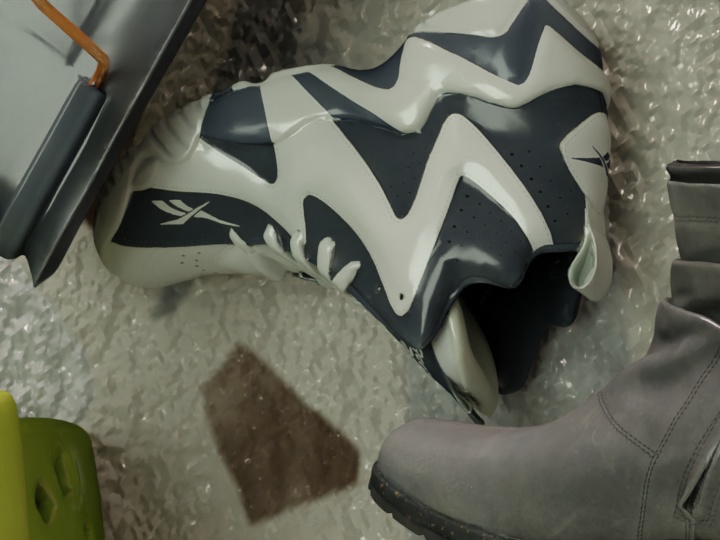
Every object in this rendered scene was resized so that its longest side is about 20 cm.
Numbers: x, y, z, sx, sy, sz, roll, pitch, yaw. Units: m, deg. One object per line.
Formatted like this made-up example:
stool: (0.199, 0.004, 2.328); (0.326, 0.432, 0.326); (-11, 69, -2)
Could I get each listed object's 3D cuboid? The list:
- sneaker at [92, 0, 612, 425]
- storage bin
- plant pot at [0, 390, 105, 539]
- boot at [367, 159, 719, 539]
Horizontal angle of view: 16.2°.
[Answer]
sneaker: (0.000, 0.000, 0.859); (0.199, 0.079, 0.130); (-19, 66, 18)
storage bin: (-0.119, -0.114, 0.872); (0.134, 0.146, 0.200); (28, 92, -4)
plant pot: (-0.187, 0.142, 0.852); (0.199, 0.182, 0.200); (-5, 77, -2)
boot: (0.094, 0.028, 0.755); (0.200, 0.070, 0.132); (8, 102, 33)
